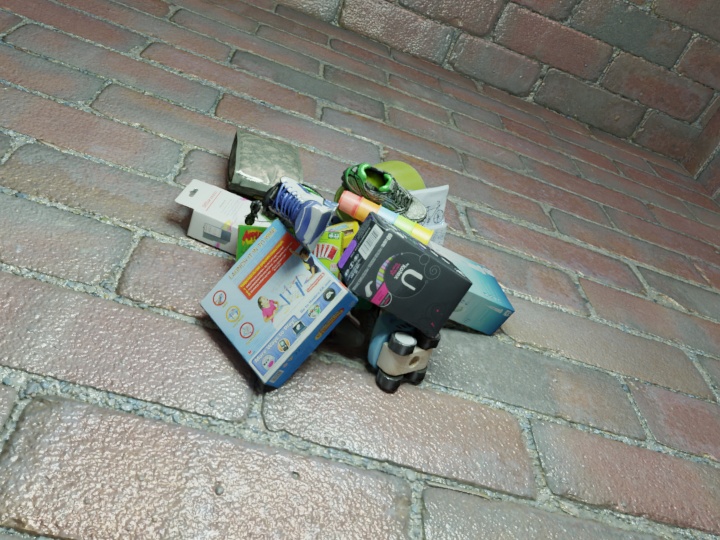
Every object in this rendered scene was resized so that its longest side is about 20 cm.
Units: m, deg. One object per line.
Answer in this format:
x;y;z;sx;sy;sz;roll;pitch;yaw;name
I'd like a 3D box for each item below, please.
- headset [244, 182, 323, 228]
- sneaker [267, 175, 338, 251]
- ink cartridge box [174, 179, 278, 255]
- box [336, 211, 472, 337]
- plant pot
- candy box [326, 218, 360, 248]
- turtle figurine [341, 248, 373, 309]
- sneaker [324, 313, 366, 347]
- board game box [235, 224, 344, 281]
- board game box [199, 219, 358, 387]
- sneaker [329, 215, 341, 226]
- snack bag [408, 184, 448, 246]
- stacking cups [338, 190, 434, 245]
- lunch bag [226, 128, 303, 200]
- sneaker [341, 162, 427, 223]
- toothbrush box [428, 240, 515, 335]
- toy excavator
-0.149;-0.131;1.222;0.199;0.094;0.124;-24;65;-40;headset
-0.108;-0.100;1.020;0.114;0.081;0.200;27;12;-2;sneaker
-0.277;-0.103;1.242;0.198;0.068;0.118;23;33;-5;ink cartridge box
0.075;0.007;1.053;0.198;0.123;0.106;29;12;-24;box
0.028;-0.156;1.375;0.186;0.189;0.199;39;25;20;plant pot
-0.096;-0.052;1.211;0.197;0.027;0.102;-17;20;5;candy box
0.000;0.000;1.257;0.150;0.100;0.200;53;16;-13;turtle figurine
-0.096;0.111;1.075;0.198;0.077;0.116;22;37;15;sneaker
-0.133;-0.028;1.140;0.197;0.103;0.048;4;1;5;board game box
-0.139;0.053;1.009;0.196;0.200;0.056;44;0;26;board game box
-0.093;-0.111;1.352;0.198;0.090;0.079;-3;42;-45;sneaker
0.142;-0.097;1.397;0.021;0.203;0.187;25;27;38;snack bag
0.048;-0.099;1.217;0.198;0.061;0.061;27;33;6;stacking cups
-0.223;-0.226;1.404;0.162;0.119;0.201;13;30;-19;lunch bag
0.057;-0.152;1.238;0.198;0.085;0.079;26;75;-23;sneaker
0.219;0.040;1.315;0.198;0.086;0.147;23;30;-33;toothbrush box
0.069;0.113;1.159;0.192;0.101;0.200;-6;35;-40;toy excavator
